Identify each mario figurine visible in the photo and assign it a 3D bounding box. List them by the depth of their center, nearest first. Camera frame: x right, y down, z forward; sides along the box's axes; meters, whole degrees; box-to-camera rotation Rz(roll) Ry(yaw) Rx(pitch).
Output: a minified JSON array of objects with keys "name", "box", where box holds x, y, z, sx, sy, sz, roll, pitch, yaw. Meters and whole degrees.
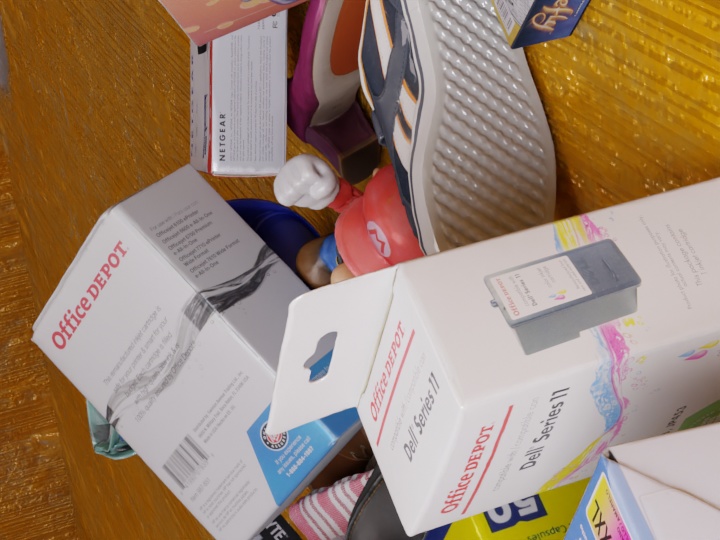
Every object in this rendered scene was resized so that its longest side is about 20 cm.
[{"name":"mario figurine","box":[0.000,0.000,0.972,0.200,0.122,0.107,126,154,-74]}]

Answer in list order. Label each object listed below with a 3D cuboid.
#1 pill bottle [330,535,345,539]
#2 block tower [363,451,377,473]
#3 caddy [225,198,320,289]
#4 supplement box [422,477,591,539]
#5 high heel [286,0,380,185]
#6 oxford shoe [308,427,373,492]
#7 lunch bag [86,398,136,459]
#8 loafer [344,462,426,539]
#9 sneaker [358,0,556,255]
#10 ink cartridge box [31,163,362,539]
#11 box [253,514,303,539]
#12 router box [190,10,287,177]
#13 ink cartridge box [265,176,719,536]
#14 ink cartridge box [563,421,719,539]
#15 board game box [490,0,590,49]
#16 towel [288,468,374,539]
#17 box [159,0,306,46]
[{"name":"pill bottle","box":[0.030,0.260,0.975,0.200,0.112,0.112,40,160,-2]},{"name":"block tower","box":[0.025,0.174,1.134,0.201,0.053,0.058,107,143,-59]},{"name":"caddy","box":[-0.087,0.048,1.205,0.105,0.140,0.202,-119,32,-61]},{"name":"supplement box","box":[0.118,0.189,0.772,0.110,0.108,0.201,106,145,-58]},{"name":"high heel","box":[-0.027,-0.142,1.015,0.096,0.067,0.201,53,157,27]},{"name":"oxford shoe","box":[-0.003,0.110,1.149,0.071,0.071,0.201,55,152,36]},{"name":"lunch bag","box":[-0.143,0.082,1.380,0.201,0.169,0.123,103,149,-48]},{"name":"loafer","box":[0.042,0.113,0.874,0.073,0.072,0.200,45,130,8]},{"name":"sneaker","box":[0.047,-0.078,0.837,0.079,0.078,0.202,154,112,-67]},{"name":"ink cartridge box","box":[-0.097,0.057,1.057,0.200,0.084,0.145,46,131,7]},{"name":"box","box":[-0.010,0.269,1.169,0.200,0.050,0.199,39,164,50]},{"name":"router box","box":[-0.084,-0.165,1.103,0.179,0.048,0.202,-159,69,-79]},{"name":"ink cartridge box","box":[0.068,0.039,0.657,0.118,0.198,0.068,104,147,-56]},{"name":"ink cartridge box","box":[0.140,0.132,0.614,0.201,0.135,0.077,102,154,-54]},{"name":"board game box","box":[0.064,-0.222,0.740,0.136,0.034,0.202,115,137,-64]},{"name":"towel","box":[0.040,0.181,1.019,0.147,0.030,0.200,50,151,-3]},{"name":"box","box":[-0.052,-0.210,0.810,0.200,0.151,0.107,45,-157,-79]}]
